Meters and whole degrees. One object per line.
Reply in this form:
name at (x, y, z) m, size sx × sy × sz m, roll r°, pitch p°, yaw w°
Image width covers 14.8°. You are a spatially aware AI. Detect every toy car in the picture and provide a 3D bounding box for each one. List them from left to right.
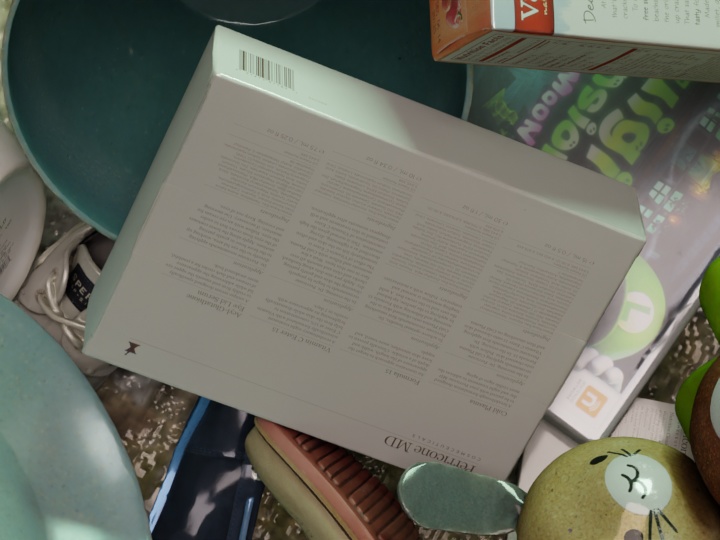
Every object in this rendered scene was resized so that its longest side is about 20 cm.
toy car at (0.122, 0.101, 1.166) m, size 0.199 × 0.158 × 0.165 m, roll -12°, pitch 52°, yaw -13°

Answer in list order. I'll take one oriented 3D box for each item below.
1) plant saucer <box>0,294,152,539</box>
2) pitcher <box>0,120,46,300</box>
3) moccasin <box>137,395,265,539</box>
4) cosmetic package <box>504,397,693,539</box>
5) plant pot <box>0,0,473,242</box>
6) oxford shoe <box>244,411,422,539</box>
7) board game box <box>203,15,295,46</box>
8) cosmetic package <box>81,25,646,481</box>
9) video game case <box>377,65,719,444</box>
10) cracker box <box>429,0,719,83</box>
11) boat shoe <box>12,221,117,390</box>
plant saucer at (-0.167, 0.097, 1.184) m, size 0.039 × 0.201 × 0.201 m, roll -29°, pitch 79°, yaw 27°
pitcher at (-0.239, -0.064, 1.292) m, size 0.200 × 0.121 × 0.172 m, roll 21°, pitch 67°, yaw 17°
moccasin at (-0.052, 0.090, 1.290) m, size 0.068 × 0.080 × 0.200 m, roll 24°, pitch 94°, yaw -1°
cosmetic package at (0.102, 0.157, 1.283) m, size 0.082 × 0.051 × 0.201 m, roll 11°, pitch 79°, yaw 3°
plant pot at (-0.052, -0.118, 1.229) m, size 0.199 × 0.201 × 0.135 m, roll 0°, pitch 35°, yaw 0°
oxford shoe at (0.001, 0.151, 1.225) m, size 0.075 × 0.070 × 0.200 m, roll -38°, pitch 82°, yaw 14°
board game box at (0.015, -0.158, 1.343) m, size 0.199 × 0.035 × 0.136 m, roll 13°, pitch 79°, yaw 1°
cosmetic package at (0.000, 0.000, 1.195) m, size 0.200 × 0.052 × 0.151 m, roll 21°, pitch 117°, yaw -14°
video game case at (0.092, -0.049, 1.286) m, size 0.182 × 0.023 × 0.200 m, roll 35°, pitch 81°, yaw 5°
cracker box at (0.124, -0.151, 1.161) m, size 0.199 × 0.058 × 0.134 m, roll 3°, pitch 79°, yaw -26°
boat shoe at (-0.123, 0.013, 1.300) m, size 0.200 × 0.066 × 0.072 m, roll -36°, pitch 82°, yaw -7°
